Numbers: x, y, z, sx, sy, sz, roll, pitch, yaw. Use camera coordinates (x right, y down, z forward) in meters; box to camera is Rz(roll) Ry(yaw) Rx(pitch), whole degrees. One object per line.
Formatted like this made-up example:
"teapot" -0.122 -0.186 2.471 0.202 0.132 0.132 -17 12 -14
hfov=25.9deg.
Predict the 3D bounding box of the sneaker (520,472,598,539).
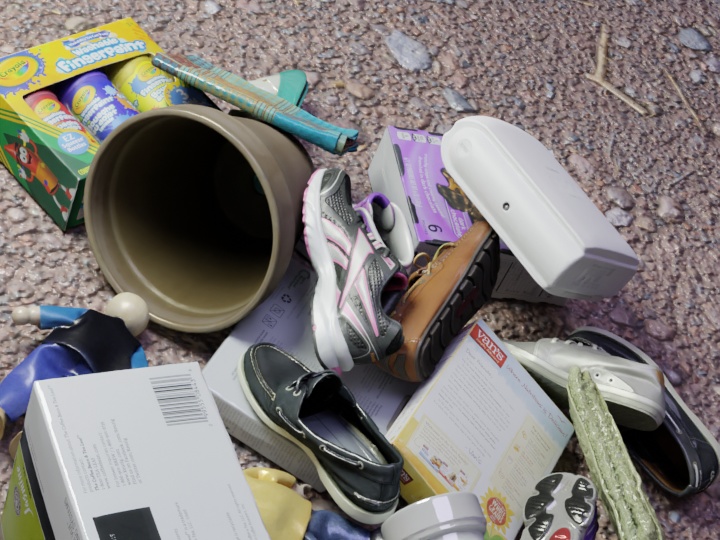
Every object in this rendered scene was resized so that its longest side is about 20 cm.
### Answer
"sneaker" 0.160 0.268 1.318 0.080 0.084 0.201 6 47 35

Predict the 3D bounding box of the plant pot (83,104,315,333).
"plant pot" -0.124 -0.063 1.438 0.199 0.201 0.173 37 27 12

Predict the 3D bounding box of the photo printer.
"photo printer" 0.168 -0.065 1.510 0.201 0.069 0.166 53 20 24

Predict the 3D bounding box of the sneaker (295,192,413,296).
"sneaker" -0.010 -0.052 1.519 0.072 0.115 0.201 -17 53 -36

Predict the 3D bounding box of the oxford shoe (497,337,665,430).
"oxford shoe" 0.199 0.094 1.478 0.198 0.075 0.058 16 67 25

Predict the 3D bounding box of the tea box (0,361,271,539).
"tea box" -0.164 0.209 1.121 0.132 0.198 0.201 -5 51 -29

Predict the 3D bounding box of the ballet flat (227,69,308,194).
"ballet flat" -0.101 -0.156 1.606 0.070 0.067 0.201 35 40 -21

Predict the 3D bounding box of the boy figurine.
"boy figurine" -0.079 0.212 1.260 0.198 0.065 0.125 20 41 -6

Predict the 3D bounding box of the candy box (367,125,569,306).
"candy box" 0.121 -0.057 1.621 0.197 0.072 0.169 6 46 -22

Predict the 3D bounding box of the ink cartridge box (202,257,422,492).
"ink cartridge box" -0.029 0.103 1.410 0.199 0.041 0.200 32 42 4

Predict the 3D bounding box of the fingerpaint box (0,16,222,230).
"fingerpaint box" -0.254 -0.149 1.524 0.199 0.074 0.167 -26 63 -42

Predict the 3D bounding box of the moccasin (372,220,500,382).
"moccasin" 0.070 0.023 1.449 0.077 0.074 0.202 15 51 28

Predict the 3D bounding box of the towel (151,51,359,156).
"towel" -0.095 -0.163 1.511 0.198 0.022 0.147 26 8 3

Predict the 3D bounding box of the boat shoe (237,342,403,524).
"boat shoe" -0.031 0.118 1.306 0.074 0.067 0.200 -10 48 -36

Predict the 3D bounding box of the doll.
"doll" -0.243 0.077 1.324 0.136 0.049 0.200 34 43 7

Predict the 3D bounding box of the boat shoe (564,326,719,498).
"boat shoe" 0.263 0.133 1.503 0.067 0.072 0.200 -21 61 -44

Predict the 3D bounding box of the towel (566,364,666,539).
"towel" 0.228 0.195 1.387 0.036 0.149 0.201 -22 53 3

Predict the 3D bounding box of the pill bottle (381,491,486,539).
"pill bottle" 0.083 0.281 1.213 0.111 0.113 0.202 -4 61 -29

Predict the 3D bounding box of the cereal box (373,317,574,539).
"cereal box" 0.104 0.153 1.396 0.144 0.039 0.200 49 41 -7

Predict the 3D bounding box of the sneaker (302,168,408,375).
"sneaker" 0.000 0.000 1.397 0.085 0.081 0.202 -9 63 6
